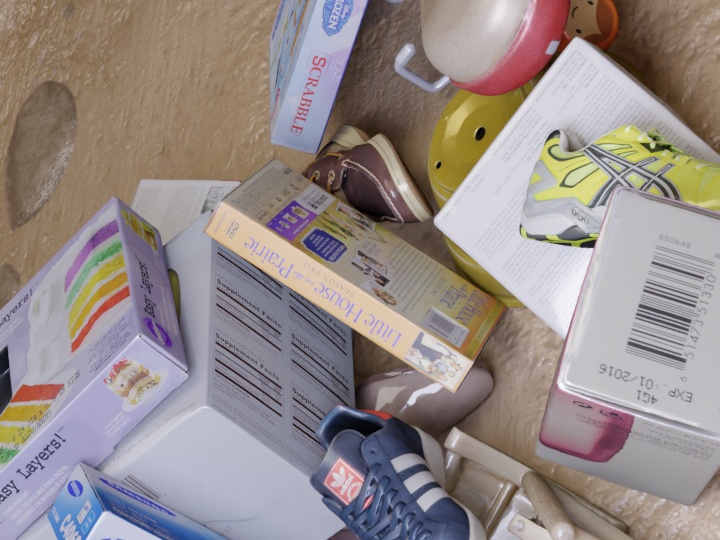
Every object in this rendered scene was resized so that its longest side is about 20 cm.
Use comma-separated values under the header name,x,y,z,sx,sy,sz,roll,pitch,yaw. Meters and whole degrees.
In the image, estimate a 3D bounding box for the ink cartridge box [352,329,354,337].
name,x,y,z,sx,sy,sz,roll,pitch,yaw
ink cartridge box,-0.083,0.065,1.763,0.144,0.084,0.201,-11,61,44

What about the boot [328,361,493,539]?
name,x,y,z,sx,sy,sz,roll,pitch,yaw
boot,0.007,0.155,1.600,0.199,0.070,0.147,-21,50,23

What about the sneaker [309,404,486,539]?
name,x,y,z,sx,sy,sz,roll,pitch,yaw
sneaker,0.015,0.145,1.405,0.075,0.084,0.200,-56,22,11

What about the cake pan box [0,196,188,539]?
name,x,y,z,sx,sy,sz,roll,pitch,yaw
cake pan box,-0.203,0.071,1.523,0.200,0.052,0.185,-43,27,16

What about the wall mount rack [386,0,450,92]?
name,x,y,z,sx,sy,sz,roll,pitch,yaw
wall mount rack,0.083,-0.236,1.763,0.174,0.074,0.201,-43,42,22

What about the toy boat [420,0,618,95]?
name,x,y,z,sx,sy,sz,roll,pitch,yaw
toy boat,0.118,-0.187,1.597,0.200,0.130,0.131,-88,23,-66

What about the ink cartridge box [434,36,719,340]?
name,x,y,z,sx,sy,sz,roll,pitch,yaw
ink cartridge box,0.170,-0.030,1.523,0.200,0.050,0.161,41,103,14

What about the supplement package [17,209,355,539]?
name,x,y,z,sx,sy,sz,roll,pitch,yaw
supplement package,-0.117,0.108,1.562,0.191,0.147,0.201,-37,32,24

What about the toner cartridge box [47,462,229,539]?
name,x,y,z,sx,sy,sz,roll,pitch,yaw
toner cartridge box,-0.093,0.194,1.434,0.043,0.199,0.095,-59,21,3

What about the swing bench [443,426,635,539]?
name,x,y,z,sx,sy,sz,roll,pitch,yaw
swing bench,0.088,0.233,1.424,0.200,0.129,0.200,-61,21,3

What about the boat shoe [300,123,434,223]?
name,x,y,z,sx,sy,sz,roll,pitch,yaw
boat shoe,-0.003,-0.059,1.715,0.072,0.072,0.200,-35,20,-6

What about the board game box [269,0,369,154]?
name,x,y,z,sx,sy,sz,roll,pitch,yaw
board game box,-0.025,-0.224,1.804,0.200,0.041,0.201,-94,21,-60

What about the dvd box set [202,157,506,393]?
name,x,y,z,sx,sy,sz,roll,pitch,yaw
dvd box set,0.000,0.000,1.576,0.029,0.199,0.146,-58,-2,19

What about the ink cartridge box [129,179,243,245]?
name,x,y,z,sx,sy,sz,roll,pitch,yaw
ink cartridge box,-0.111,-0.010,1.733,0.199,0.050,0.110,4,70,49

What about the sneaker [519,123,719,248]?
name,x,y,z,sx,sy,sz,roll,pitch,yaw
sneaker,0.181,-0.054,1.433,0.199,0.075,0.077,1,85,40

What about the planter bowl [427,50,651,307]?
name,x,y,z,sx,sy,sz,roll,pitch,yaw
planter bowl,0.108,-0.082,1.633,0.200,0.083,0.201,-27,49,36

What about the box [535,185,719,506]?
name,x,y,z,sx,sy,sz,roll,pitch,yaw
box,0.175,0.049,1.368,0.200,0.108,0.129,89,-162,-74
